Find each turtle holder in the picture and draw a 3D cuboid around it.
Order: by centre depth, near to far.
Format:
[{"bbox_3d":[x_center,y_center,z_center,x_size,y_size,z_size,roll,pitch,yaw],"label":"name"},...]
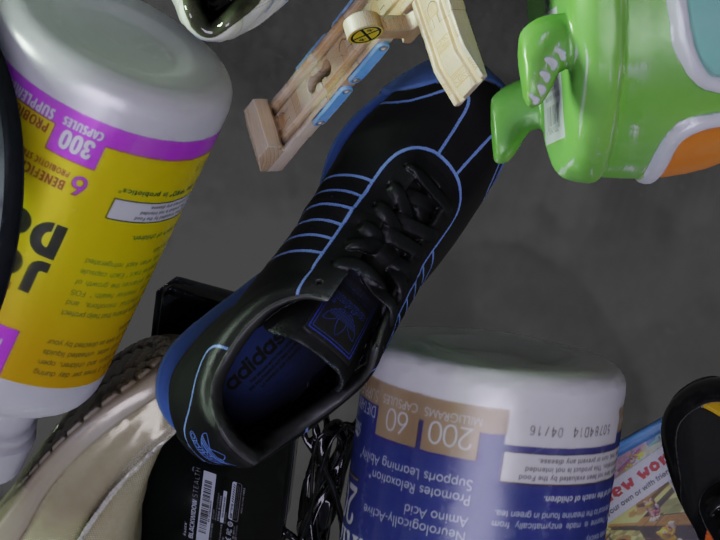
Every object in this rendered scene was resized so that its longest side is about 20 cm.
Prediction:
[{"bbox_3d":[0.116,-0.125,1.161,0.131,0.186,0.141,-2,149,-4],"label":"turtle holder"}]

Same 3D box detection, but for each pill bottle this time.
[{"bbox_3d":[-0.135,-0.012,1.227,0.104,0.104,0.201,23,113,-8],"label":"pill bottle"},{"bbox_3d":[0.044,0.131,1.253,0.110,0.111,0.201,7,98,-1],"label":"pill bottle"}]

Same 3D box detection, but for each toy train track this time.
[{"bbox_3d":[-0.005,-0.098,1.169,0.032,0.115,0.200,-3,154,-31],"label":"toy train track"}]

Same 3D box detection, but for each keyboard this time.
[{"bbox_3d":[-0.048,0.102,1.321,0.104,0.040,0.201,18,117,20],"label":"keyboard"}]

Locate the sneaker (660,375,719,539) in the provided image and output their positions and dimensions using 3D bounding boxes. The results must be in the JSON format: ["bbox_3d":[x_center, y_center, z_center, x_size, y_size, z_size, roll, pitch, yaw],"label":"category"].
[{"bbox_3d":[0.179,0.123,1.214,0.070,0.090,0.201,-34,69,14],"label":"sneaker"}]

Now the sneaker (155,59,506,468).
[{"bbox_3d":[0.000,0.000,1.209,0.070,0.078,0.200,41,86,-22],"label":"sneaker"}]

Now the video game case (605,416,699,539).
[{"bbox_3d":[0.133,0.177,1.295,0.143,0.018,0.201,-30,81,16],"label":"video game case"}]

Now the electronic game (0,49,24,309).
[{"bbox_3d":[-0.202,-0.025,1.194,0.041,0.200,0.200,9,123,-46],"label":"electronic game"}]

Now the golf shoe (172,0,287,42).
[{"bbox_3d":[-0.024,-0.177,1.153,0.078,0.097,0.201,17,113,-3],"label":"golf shoe"}]

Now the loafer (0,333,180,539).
[{"bbox_3d":[-0.119,0.107,1.297,0.068,0.076,0.200,38,120,-7],"label":"loafer"}]
